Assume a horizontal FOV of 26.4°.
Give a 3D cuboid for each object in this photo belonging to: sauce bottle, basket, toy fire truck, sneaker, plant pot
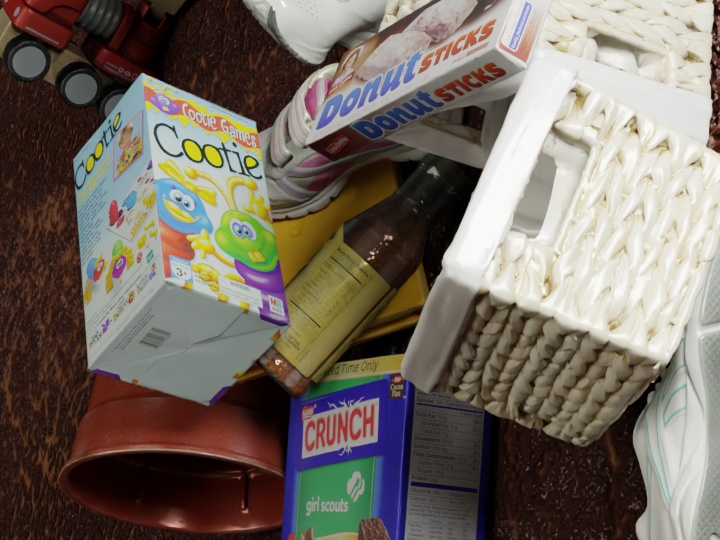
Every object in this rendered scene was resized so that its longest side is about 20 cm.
[{"bbox_3d":[0.000,0.000,1.097,0.200,0.066,0.066,-47,31,-7],"label":"sauce bottle"},{"bbox_3d":[0.109,-0.139,0.942,0.200,0.135,0.124,-3,75,60],"label":"basket"},{"bbox_3d":[-0.268,-0.270,1.622,0.200,0.176,0.129,-56,34,11],"label":"toy fire truck"},{"bbox_3d":[0.182,0.070,0.827,0.080,0.070,0.201,3,83,65],"label":"sneaker"},{"bbox_3d":[0.108,0.001,0.833,0.200,0.123,0.136,107,-172,-70],"label":"basket"},{"bbox_3d":[-0.132,0.092,1.259,0.201,0.201,0.196,-34,44,51],"label":"plant pot"},{"bbox_3d":[-0.028,-0.108,1.149,0.200,0.088,0.081,-25,54,20],"label":"sneaker"},{"bbox_3d":[-0.015,-0.206,1.148,0.075,0.200,0.087,48,118,12],"label":"sneaker"}]

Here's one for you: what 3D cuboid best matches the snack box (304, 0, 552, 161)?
[{"bbox_3d":[0.037,-0.118,0.858,0.200,0.024,0.072,-19,45,58],"label":"snack box"}]

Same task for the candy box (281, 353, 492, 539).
[{"bbox_3d":[0.014,0.164,1.080,0.169,0.077,0.200,-15,67,59],"label":"candy box"}]

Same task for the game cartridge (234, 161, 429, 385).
[{"bbox_3d":[-0.045,-0.024,1.187,0.176,0.032,0.200,-18,55,11],"label":"game cartridge"}]

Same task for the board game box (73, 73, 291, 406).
[{"bbox_3d":[-0.130,-0.023,1.089,0.105,0.103,0.200,-44,41,33],"label":"board game box"}]
